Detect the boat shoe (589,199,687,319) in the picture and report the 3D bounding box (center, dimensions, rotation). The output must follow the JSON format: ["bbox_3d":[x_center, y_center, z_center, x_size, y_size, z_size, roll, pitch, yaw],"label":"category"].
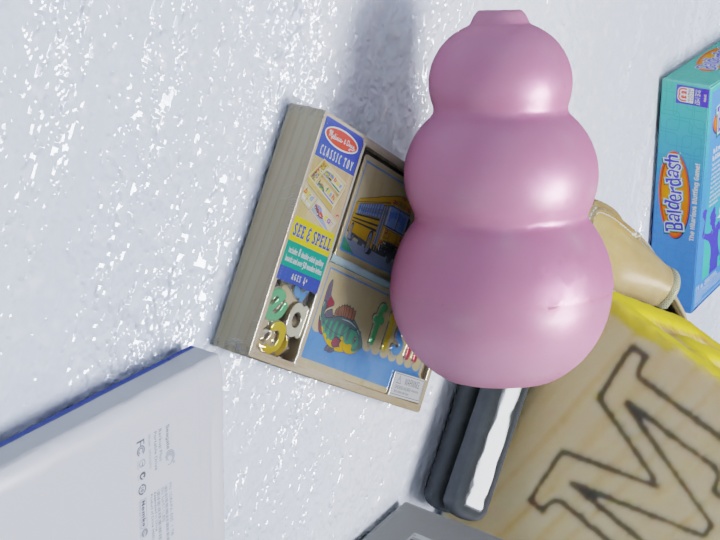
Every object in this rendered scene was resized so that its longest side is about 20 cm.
[{"bbox_3d":[0.206,0.002,1.123,0.200,0.076,0.072,38,70,-57],"label":"boat shoe"}]

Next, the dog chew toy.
[{"bbox_3d":[0.076,-0.041,0.814,0.124,0.124,0.202,-16,107,-55],"label":"dog chew toy"}]

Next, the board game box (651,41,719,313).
[{"bbox_3d":[0.300,-0.085,1.270,0.152,0.045,0.201,-32,129,-49],"label":"board game box"}]

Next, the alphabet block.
[{"bbox_3d":[0.210,0.154,1.028,0.201,0.196,0.195,-57,152,11],"label":"alphabet block"}]

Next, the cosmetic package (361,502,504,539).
[{"bbox_3d":[0.036,0.267,0.955,0.107,0.090,0.201,-33,132,-48],"label":"cosmetic package"}]

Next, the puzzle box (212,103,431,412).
[{"bbox_3d":[0.000,0.000,0.838,0.200,0.025,0.134,24,81,-59],"label":"puzzle box"}]

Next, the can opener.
[{"bbox_3d":[0.082,0.063,0.987,0.066,0.053,0.201,17,85,-25],"label":"can opener"}]

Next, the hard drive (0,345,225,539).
[{"bbox_3d":[-0.133,0.129,0.675,0.200,0.025,0.133,-27,125,-51],"label":"hard drive"}]
